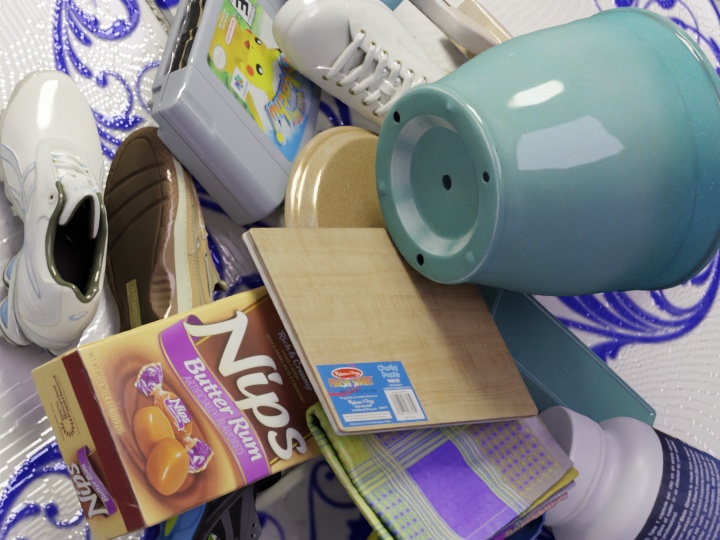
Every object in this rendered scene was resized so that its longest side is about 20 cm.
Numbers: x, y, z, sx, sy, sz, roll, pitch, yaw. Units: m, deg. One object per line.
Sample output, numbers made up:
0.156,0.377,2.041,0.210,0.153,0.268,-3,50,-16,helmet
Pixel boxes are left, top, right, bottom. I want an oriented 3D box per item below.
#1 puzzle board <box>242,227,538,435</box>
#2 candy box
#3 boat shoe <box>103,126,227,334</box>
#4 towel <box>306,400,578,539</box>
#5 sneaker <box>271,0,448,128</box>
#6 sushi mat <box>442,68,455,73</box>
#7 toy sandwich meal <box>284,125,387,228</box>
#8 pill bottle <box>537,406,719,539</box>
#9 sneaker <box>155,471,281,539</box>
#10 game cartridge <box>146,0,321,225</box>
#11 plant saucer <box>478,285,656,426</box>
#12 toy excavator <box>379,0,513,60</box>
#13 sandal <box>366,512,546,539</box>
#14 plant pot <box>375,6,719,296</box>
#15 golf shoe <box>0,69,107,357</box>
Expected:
0.020,0.039,1.562,0.200,0.017,0.151,-2,59,-48,puzzle board
-0.100,0.084,1.492,0.200,0.056,0.117,-20,87,-48,candy box
-0.125,0.004,1.589,0.076,0.072,0.200,11,71,-46,boat shoe
0.056,0.117,1.564,0.144,0.023,0.200,55,37,8,towel
0.024,-0.136,1.670,0.200,0.073,0.085,27,16,-44,sneaker
0.147,-0.104,1.836,0.200,0.012,0.096,3,70,-32,sushi mat
0.000,0.000,1.655,0.205,0.070,0.206,24,56,-42,toy sandwich meal
0.208,0.172,1.710,0.200,0.111,0.111,26,60,-24,pill bottle
-0.096,0.195,1.525,0.083,0.071,0.200,26,57,-16,sneaker
-0.080,-0.134,1.639,0.133,0.040,0.200,52,35,-36,game cartridge
0.151,0.078,1.739,0.200,0.019,0.070,41,54,-29,plant saucer
0.025,-0.216,1.727,0.200,0.100,0.194,46,11,1,toy excavator
0.061,0.186,1.595,0.087,0.080,0.200,17,42,21,sandal
0.121,-0.069,1.607,0.188,0.200,0.200,-12,79,-36,plant pot
-0.188,-0.048,1.541,0.078,0.097,0.200,7,67,-29,golf shoe
